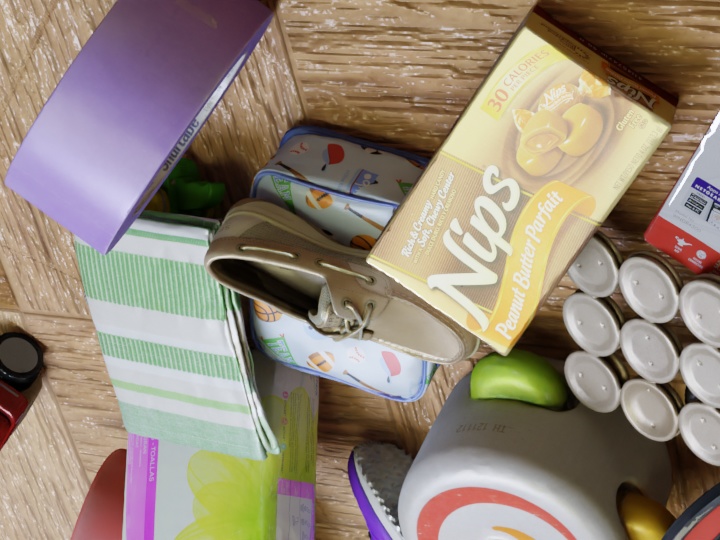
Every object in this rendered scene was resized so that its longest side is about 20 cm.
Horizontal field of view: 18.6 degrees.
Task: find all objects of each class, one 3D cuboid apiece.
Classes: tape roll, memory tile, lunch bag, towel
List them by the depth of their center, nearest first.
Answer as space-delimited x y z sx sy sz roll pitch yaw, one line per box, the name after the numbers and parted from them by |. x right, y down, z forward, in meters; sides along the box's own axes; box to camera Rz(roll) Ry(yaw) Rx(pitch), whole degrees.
0.216 0.059 1.469 0.199 0.017 0.154 23 134 37 | memory tile
-0.147 -0.115 1.475 0.085 0.200 0.200 36 137 -4 | tape roll
0.000 0.000 1.586 0.159 0.076 0.201 15 133 15 | lunch bag
-0.139 0.045 1.633 0.152 0.023 0.201 9 125 35 | towel

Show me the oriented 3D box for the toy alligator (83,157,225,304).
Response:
-0.164 -0.037 1.667 0.200 0.059 0.055 -36 64 46 | toy alligator

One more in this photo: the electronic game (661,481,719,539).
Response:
0.293 0.203 1.550 0.198 0.042 0.201 -11 131 -12 | electronic game

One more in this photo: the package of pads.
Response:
-0.108 0.162 1.710 0.153 0.202 0.068 -7 165 31 | package of pads

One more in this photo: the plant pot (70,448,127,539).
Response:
-0.145 0.266 1.839 0.176 0.201 0.201 13 134 8 | plant pot

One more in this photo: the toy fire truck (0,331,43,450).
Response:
-0.374 0.103 1.804 0.175 0.200 0.129 35 138 -2 | toy fire truck

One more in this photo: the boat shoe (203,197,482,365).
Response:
-0.012 0.020 1.514 0.199 0.065 0.072 26 134 2 | boat shoe

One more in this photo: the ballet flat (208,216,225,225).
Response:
-0.136 0.012 1.667 0.046 0.068 0.200 23 147 -15 | ballet flat

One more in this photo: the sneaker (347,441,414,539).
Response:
0.032 0.233 1.714 0.100 0.069 0.201 -50 61 36 | sneaker

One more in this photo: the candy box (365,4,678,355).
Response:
0.104 -0.057 1.438 0.115 0.055 0.201 34 116 -1 | candy box

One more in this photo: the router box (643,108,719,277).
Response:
0.301 -0.036 1.380 0.199 0.049 0.180 33 138 8 | router box

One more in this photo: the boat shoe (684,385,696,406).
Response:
0.314 0.086 1.484 0.198 0.063 0.073 7 131 26 | boat shoe

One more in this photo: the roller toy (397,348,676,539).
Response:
0.128 0.171 1.615 0.199 0.140 0.183 37 138 -6 | roller toy
